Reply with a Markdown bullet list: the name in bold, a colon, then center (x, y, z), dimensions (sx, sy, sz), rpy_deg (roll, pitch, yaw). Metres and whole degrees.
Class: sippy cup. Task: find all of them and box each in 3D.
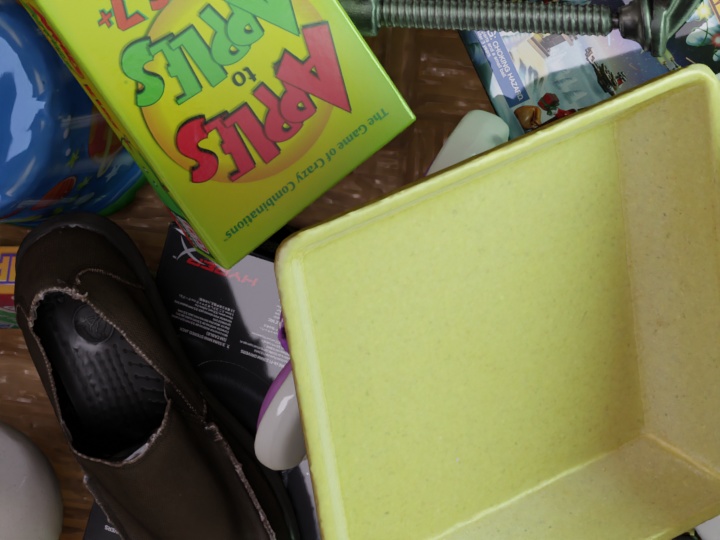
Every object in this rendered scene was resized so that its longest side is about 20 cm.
- **sippy cup**: center (-0.159, -0.078, 1.160), dimensions (0.178, 0.130, 0.140), rpy_deg (-38, 89, 17)

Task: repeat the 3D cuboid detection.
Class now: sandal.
- **sandal**: center (-0.001, 0.005, 1.094), dimensions (0.050, 0.203, 0.083), rpy_deg (26, 137, 13)

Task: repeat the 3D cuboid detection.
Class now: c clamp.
- **c clamp**: center (0.055, -0.127, 1.104), dimensions (0.198, 0.027, 0.172), rpy_deg (-1, 124, 12)

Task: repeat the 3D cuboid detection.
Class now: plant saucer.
- **plant saucer**: center (0.054, 0.035, 1.028), dimensions (0.199, 0.048, 0.201), rpy_deg (-24, 122, -25)

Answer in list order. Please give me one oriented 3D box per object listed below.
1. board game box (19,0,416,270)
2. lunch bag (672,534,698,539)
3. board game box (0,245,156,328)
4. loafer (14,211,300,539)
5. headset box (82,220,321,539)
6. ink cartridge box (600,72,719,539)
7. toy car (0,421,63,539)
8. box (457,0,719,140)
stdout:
- **board game box**: center (-0.076, -0.112, 1.070), dimensions (0.101, 0.048, 0.201), rpy_deg (-38, 110, -10)
- **lunch bag**: center (0.135, 0.201, 1.106), dimensions (0.166, 0.200, 0.140), rpy_deg (8, 105, 18)
- **board game box**: center (-0.192, 0.008, 1.209), dimensions (0.198, 0.096, 0.030), rpy_deg (3, 80, 14)
- **loafer**: center (-0.093, 0.075, 1.122), dimensions (0.073, 0.071, 0.201), rpy_deg (-27, 103, 16)
- **headset box**: center (-0.035, 0.090, 1.196), dimensions (0.148, 0.077, 0.201), rpy_deg (18, 104, 10)
- **ink cartridge box**: center (0.157, 0.010, 1.102), dimensions (0.145, 0.048, 0.200), rpy_deg (-30, 112, 18)
- **toy car**: center (-0.236, 0.130, 1.186), dimensions (0.199, 0.150, 0.176), rpy_deg (35, 139, 11)
- **box**: center (0.133, -0.070, 1.147), dimensions (0.136, 0.040, 0.201), rpy_deg (-25, 93, 15)
